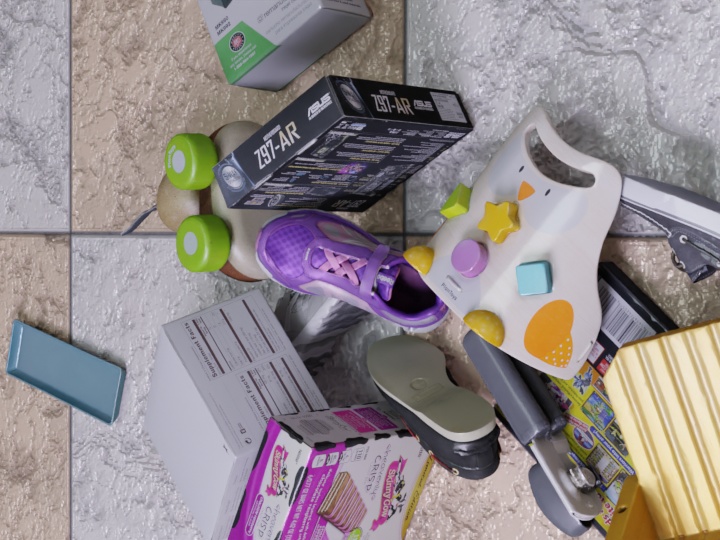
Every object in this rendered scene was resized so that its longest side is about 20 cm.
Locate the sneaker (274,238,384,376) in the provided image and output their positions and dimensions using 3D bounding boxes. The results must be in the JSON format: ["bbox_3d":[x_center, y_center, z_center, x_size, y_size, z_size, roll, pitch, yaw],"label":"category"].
[{"bbox_3d":[-0.047,0.031,1.522,0.200,0.074,0.082,-50,64,29],"label":"sneaker"}]

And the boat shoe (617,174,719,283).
[{"bbox_3d":[0.290,-0.018,1.259,0.199,0.070,0.067,27,106,28],"label":"boat shoe"}]

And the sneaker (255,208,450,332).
[{"bbox_3d":[0.000,0.000,1.410,0.198,0.088,0.081,21,91,-9],"label":"sneaker"}]

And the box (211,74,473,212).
[{"bbox_3d":[-0.013,-0.112,1.413,0.160,0.199,0.044,-35,70,35],"label":"box"}]

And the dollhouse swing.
[{"bbox_3d":[0.275,0.159,1.189,0.198,0.182,0.177,-17,111,31],"label":"dollhouse swing"}]

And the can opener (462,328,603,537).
[{"bbox_3d":[0.148,0.139,1.348,0.066,0.052,0.201,-40,67,33],"label":"can opener"}]

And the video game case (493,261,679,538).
[{"bbox_3d":[0.229,0.125,1.333,0.200,0.025,0.181,48,118,27],"label":"video game case"}]

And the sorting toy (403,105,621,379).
[{"bbox_3d":[0.143,-0.041,1.334,0.200,0.106,0.181,46,112,40],"label":"sorting toy"}]

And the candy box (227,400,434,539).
[{"bbox_3d":[-0.019,0.198,1.423,0.061,0.199,0.138,32,111,34],"label":"candy box"}]

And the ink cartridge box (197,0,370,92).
[{"bbox_3d":[-0.096,-0.306,1.549,0.145,0.084,0.202,-34,70,34],"label":"ink cartridge box"}]

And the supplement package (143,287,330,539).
[{"bbox_3d":[-0.126,0.146,1.514,0.156,0.110,0.201,57,151,23],"label":"supplement package"}]

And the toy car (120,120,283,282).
[{"bbox_3d":[-0.155,-0.056,1.563,0.199,0.163,0.160,-16,81,48],"label":"toy car"}]

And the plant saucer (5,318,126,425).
[{"bbox_3d":[-0.347,0.118,1.804,0.199,0.019,0.071,20,103,38],"label":"plant saucer"}]

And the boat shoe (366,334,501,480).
[{"bbox_3d":[0.064,0.124,1.420,0.201,0.073,0.064,42,150,53],"label":"boat shoe"}]
